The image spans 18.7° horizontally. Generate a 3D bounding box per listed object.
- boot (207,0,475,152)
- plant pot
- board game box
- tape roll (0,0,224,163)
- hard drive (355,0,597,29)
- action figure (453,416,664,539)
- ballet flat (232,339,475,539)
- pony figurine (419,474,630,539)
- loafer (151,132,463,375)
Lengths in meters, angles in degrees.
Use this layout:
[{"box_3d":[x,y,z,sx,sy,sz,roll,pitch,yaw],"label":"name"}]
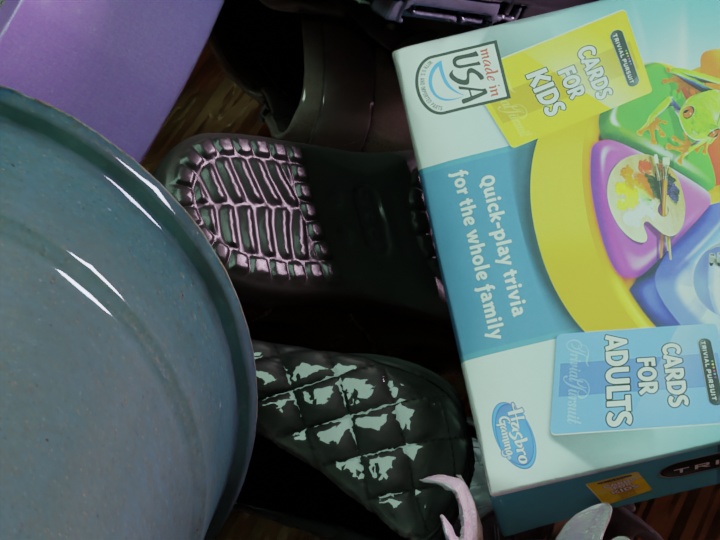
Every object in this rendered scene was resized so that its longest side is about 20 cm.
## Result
[{"box_3d":[0.005,-0.103,0.862,0.146,0.070,0.200,4,33,-30],"label":"boot"},{"box_3d":[-0.133,0.080,0.552,0.200,0.201,0.196,-7,29,6],"label":"plant pot"},{"box_3d":[0.122,-0.017,0.674,0.200,0.047,0.151,-14,67,4],"label":"board game box"},{"box_3d":[-0.127,-0.064,0.818,0.200,0.066,0.200,-48,21,25],"label":"tape roll"},{"box_3d":[-0.020,-0.148,0.800,0.200,0.038,0.140,37,21,28],"label":"hard drive"},{"box_3d":[0.015,0.098,0.703,0.130,0.069,0.200,18,48,38],"label":"action figure"},{"box_3d":[-0.064,0.050,0.673,0.199,0.067,0.057,3,44,13],"label":"ballet flat"},{"box_3d":[0.026,0.162,0.567,0.200,0.194,0.167,-19,5,-7],"label":"pony figurine"},{"box_3d":[0.000,0.000,0.736,0.071,0.200,0.073,-34,54,41],"label":"loafer"}]
